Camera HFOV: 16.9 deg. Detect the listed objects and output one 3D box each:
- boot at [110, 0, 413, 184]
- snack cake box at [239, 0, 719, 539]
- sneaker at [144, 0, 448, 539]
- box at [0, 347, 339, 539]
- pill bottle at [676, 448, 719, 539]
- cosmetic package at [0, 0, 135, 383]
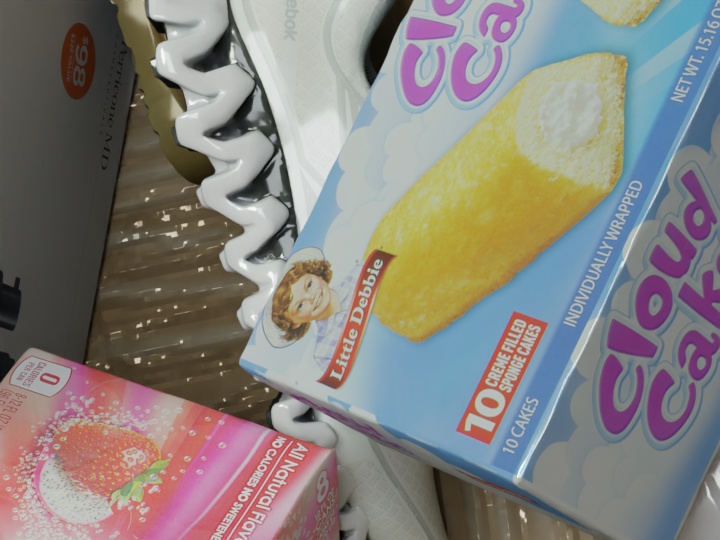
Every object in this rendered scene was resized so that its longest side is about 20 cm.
[{"bbox_3d":[0.011,-0.135,0.759,0.200,0.066,0.175,-23,85,15],"label":"boot"},{"bbox_3d":[0.064,-0.039,0.634,0.115,0.067,0.200,19,82,47],"label":"snack cake box"},{"bbox_3d":[0.000,0.000,0.712,0.081,0.075,0.200,-17,97,-1],"label":"sneaker"},{"bbox_3d":[-0.089,0.129,0.640,0.102,0.095,0.200,17,46,19],"label":"box"},{"bbox_3d":[0.167,0.024,0.644,0.200,0.112,0.112,-27,72,12],"label":"pill bottle"},{"bbox_3d":[-0.133,-0.002,0.734,0.052,0.151,0.200,7,82,19],"label":"cosmetic package"}]
